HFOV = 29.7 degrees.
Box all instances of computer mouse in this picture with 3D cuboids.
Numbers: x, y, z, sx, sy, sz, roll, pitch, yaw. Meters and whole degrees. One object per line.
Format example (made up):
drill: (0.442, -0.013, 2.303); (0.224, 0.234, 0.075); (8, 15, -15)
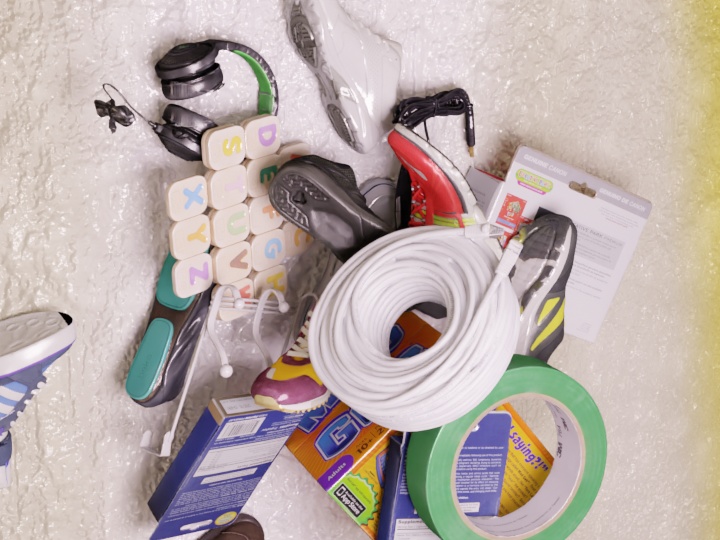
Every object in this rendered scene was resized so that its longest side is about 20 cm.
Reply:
computer mouse: (0.079, -0.099, 1.474); (0.140, 0.046, 0.201); (-29, 117, -47)

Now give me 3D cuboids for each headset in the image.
headset: (-0.164, -0.162, 1.337); (0.199, 0.094, 0.124); (-6, 107, -33)

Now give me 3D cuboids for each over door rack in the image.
over door rack: (-0.120, 0.114, 1.402); (0.147, 0.067, 0.201); (8, 115, -52)

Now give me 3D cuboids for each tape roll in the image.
tape roll: (0.142, 0.183, 1.315); (0.199, 0.048, 0.202); (-6, 106, -23)

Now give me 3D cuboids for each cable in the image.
cable: (0.051, 0.051, 1.275); (0.069, 0.199, 0.201); (47, 56, -51)

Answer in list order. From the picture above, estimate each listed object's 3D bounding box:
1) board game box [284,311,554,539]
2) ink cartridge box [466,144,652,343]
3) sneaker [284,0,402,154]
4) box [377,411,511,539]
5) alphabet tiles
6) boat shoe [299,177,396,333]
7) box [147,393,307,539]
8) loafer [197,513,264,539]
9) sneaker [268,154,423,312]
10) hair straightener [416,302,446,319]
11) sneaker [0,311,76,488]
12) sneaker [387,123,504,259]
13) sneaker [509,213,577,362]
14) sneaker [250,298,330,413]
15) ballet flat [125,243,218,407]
board game box: (0.057, 0.192, 1.470); (0.200, 0.200, 0.200); (-43, 116, -6)
ink cartridge box: (0.203, -0.037, 1.530); (0.199, 0.084, 0.177); (21, 97, -26)
sneaker: (-0.008, -0.226, 1.403); (0.099, 0.078, 0.201); (-35, 124, -17)
box: (0.081, 0.232, 1.352); (0.120, 0.032, 0.201); (3, 103, -24)
alphabet tiles: (-0.116, -0.053, 1.384); (0.195, 0.015, 0.201); (-22, 118, -44)
boat shoe: (0.000, 0.000, 1.466); (0.073, 0.067, 0.201); (20, 96, -26)
box: (-0.143, 0.202, 1.415); (0.121, 0.032, 0.201); (-4, 136, -45)
loafer: (-0.184, 0.348, 1.486); (0.200, 0.071, 0.073); (-43, 116, -6)
sneaker: (-0.004, -0.047, 1.392); (0.199, 0.114, 0.076); (39, 111, -9)
hair straightener: (0.108, 0.054, 1.520); (0.199, 0.077, 0.041); (32, 89, -27)
sneaker: (-0.358, 0.141, 1.358); (0.199, 0.081, 0.147); (-27, 121, -17)
sneaker: (0.077, -0.057, 1.390); (0.085, 0.077, 0.201); (-35, 113, -3)
sneaker: (0.188, 0.035, 1.468); (0.084, 0.074, 0.201); (13, 104, -44)
sneaker: (-0.043, 0.073, 1.365); (0.200, 0.075, 0.091); (-28, 123, -54)
ballet flat: (-0.183, 0.048, 1.410); (0.073, 0.073, 0.201); (21, 89, -26)
